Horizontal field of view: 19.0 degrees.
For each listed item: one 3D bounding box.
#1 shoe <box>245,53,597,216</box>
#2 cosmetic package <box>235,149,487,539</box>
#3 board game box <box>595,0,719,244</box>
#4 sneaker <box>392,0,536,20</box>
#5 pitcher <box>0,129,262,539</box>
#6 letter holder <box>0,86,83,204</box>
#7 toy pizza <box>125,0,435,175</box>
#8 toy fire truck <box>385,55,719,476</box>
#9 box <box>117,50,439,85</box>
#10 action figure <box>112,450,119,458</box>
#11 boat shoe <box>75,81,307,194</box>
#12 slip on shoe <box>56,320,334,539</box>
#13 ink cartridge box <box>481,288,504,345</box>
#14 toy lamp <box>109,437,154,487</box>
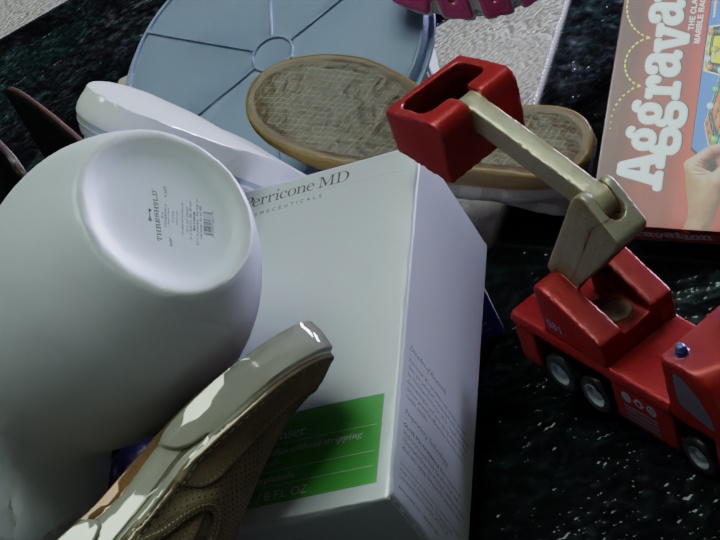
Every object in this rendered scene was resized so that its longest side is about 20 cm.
[{"bbox_3d":[0.032,-0.067,1.169,0.198,0.053,0.070,13,65,17],"label":"shoe"},{"bbox_3d":[-0.007,0.052,0.990,0.107,0.085,0.201,-15,47,22],"label":"cosmetic package"},{"bbox_3d":[0.180,-0.110,1.088,0.102,0.019,0.202,3,70,21],"label":"board game box"},{"bbox_3d":[0.099,-0.203,1.239,0.198,0.074,0.088,-18,25,3],"label":"sneaker"},{"bbox_3d":[-0.124,0.006,0.959,0.200,0.120,0.173,-51,42,49],"label":"pitcher"},{"bbox_3d":[-0.234,-0.067,1.373,0.100,0.143,0.200,-33,28,-13],"label":"letter holder"},{"bbox_3d":[-0.047,-0.120,1.274,0.198,0.032,0.202,-12,55,17],"label":"toy pizza"},{"bbox_3d":[0.103,-0.004,0.947,0.049,0.142,0.200,-37,41,-20],"label":"toy fire truck"},{"bbox_3d":[-0.051,-0.109,1.357,0.199,0.078,0.095,-23,28,8],"label":"box"},{"bbox_3d":[-0.105,0.035,1.078,0.119,0.054,0.200,-59,3,-31],"label":"action figure"},{"bbox_3d":[-0.084,-0.040,1.079,0.072,0.200,0.069,30,93,24],"label":"boat shoe"},{"bbox_3d":[-0.077,0.106,0.888,0.200,0.061,0.076,-44,-6,-16],"label":"slip on shoe"},{"bbox_3d":[0.000,0.000,1.164,0.094,0.044,0.200,-30,28,-3],"label":"ink cartridge box"},{"bbox_3d":[-0.106,0.153,0.981,0.058,0.059,0.201,-19,30,14],"label":"toy lamp"}]
